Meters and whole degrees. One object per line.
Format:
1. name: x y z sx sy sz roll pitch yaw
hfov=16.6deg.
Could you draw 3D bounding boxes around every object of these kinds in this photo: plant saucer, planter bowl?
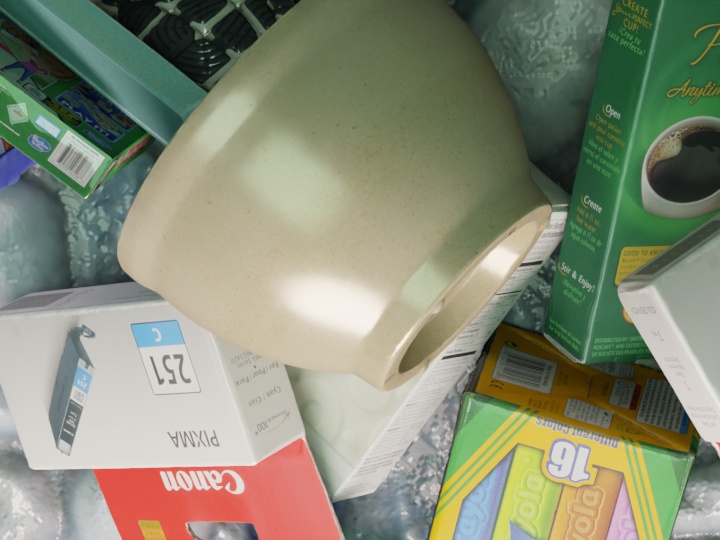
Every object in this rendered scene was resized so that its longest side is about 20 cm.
1. plant saucer: -0.137 -0.114 1.228 0.019 0.070 0.200 -44 60 -15
2. planter bowl: 0.003 -0.029 1.155 0.135 0.200 0.200 43 109 11

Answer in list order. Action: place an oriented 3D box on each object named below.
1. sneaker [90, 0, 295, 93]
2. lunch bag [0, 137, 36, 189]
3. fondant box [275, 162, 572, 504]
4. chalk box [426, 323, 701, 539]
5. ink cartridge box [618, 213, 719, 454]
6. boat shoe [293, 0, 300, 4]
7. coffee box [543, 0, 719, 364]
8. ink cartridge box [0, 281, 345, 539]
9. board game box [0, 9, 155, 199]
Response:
1. sneaker: -0.089 -0.117 1.253 0.077 0.200 0.080 -36 128 -20
2. lunch bag: -0.273 -0.077 1.289 0.200 0.170 0.124 10 106 10
3. fondant box: 0.000 0.000 1.292 0.144 0.058 0.200 42 109 20
4. chalk box: 0.098 0.151 1.307 0.124 0.125 0.200 15 109 6
5. ink cartridge box: 0.253 0.028 1.221 0.200 0.045 0.176 -34 100 -15
6. boat shoe: 0.000 -0.158 1.260 0.200 0.072 0.068 -24 91 26
7. coffee box: 0.169 -0.053 1.240 0.123 0.044 0.200 -4 115 -28
8. ink cartridge box: -0.106 0.093 1.317 0.200 0.045 0.176 -6 107 48
9. board game box: -0.199 -0.120 1.279 0.200 0.135 0.029 37 107 -1
